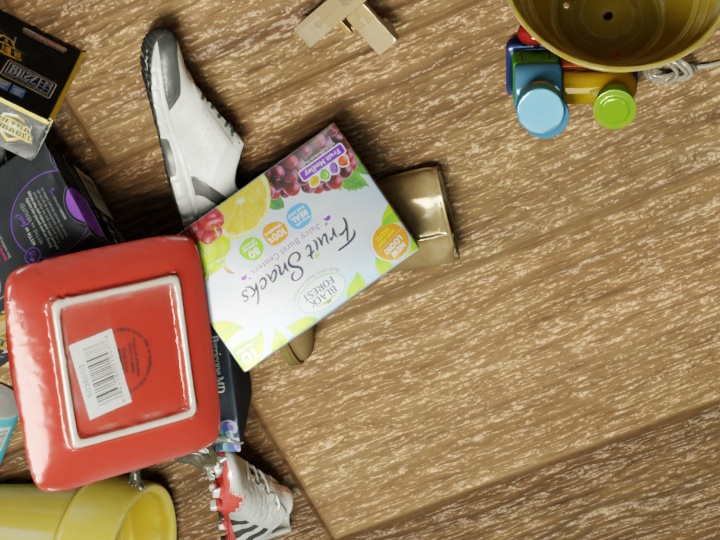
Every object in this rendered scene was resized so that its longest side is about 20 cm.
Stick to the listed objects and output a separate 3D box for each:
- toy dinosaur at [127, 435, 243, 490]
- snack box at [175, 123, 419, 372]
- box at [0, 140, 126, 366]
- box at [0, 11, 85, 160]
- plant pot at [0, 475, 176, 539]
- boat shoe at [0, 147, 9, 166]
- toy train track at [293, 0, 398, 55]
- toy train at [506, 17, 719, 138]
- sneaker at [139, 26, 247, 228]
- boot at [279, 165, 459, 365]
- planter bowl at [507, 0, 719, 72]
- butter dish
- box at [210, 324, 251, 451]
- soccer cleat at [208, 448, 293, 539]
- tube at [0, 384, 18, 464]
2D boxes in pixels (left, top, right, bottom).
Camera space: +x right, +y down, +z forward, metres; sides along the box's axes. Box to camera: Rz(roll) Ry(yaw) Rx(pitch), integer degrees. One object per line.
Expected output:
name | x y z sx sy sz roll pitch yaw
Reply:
toy dinosaur | -0.219 0.141 1.643 0.199 0.077 0.103 35 103 -7
snack box | -0.065 -0.021 1.593 0.199 0.053 0.143 -35 93 3
box | -0.330 -0.007 1.605 0.199 0.123 0.106 -34 155 5
box | -0.356 -0.190 1.522 0.199 0.160 0.050 26 119 -11
plant pot | -0.316 0.305 1.800 0.187 0.201 0.203 9 122 17
boat shoe | -0.374 -0.088 1.637 0.071 0.068 0.201 20 122 -8
toy train track | -0.038 -0.278 1.528 0.114 0.033 0.200 -35 107 29
toy train | 0.230 -0.165 1.525 0.198 0.116 0.085 0 121 4
sneaker | -0.154 -0.139 1.600 0.079 0.074 0.202 -15 124 -5
boot | 0.000 0.000 1.665 0.198 0.066 0.177 -11 119 8
planter bowl | 0.217 -0.239 1.476 0.198 0.202 0.084 2 156 2
butter dish | -0.245 0.077 1.550 0.198 0.147 0.202 -13 100 -36
box | -0.216 0.094 1.708 0.198 0.107 0.150 -3 119 4
soccer cleat | -0.113 0.233 1.777 0.084 0.069 0.201 -8 149 -4
tube | -0.415 0.207 1.824 0.077 0.051 0.201 26 123 -7
